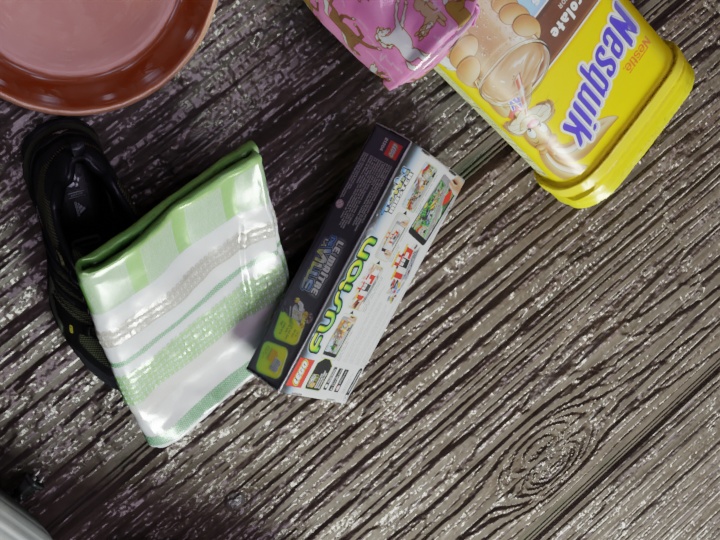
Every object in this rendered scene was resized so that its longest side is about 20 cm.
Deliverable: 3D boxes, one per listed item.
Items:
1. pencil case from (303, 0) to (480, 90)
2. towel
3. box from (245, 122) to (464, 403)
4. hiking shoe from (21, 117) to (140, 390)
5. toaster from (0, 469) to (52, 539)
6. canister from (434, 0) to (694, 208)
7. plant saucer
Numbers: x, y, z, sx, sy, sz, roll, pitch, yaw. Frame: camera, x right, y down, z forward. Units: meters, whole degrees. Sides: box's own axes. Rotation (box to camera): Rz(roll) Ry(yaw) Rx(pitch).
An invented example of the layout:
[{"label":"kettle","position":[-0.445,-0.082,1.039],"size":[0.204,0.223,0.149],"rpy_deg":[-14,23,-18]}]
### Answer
[{"label":"pencil case","position":[-0.010,-0.216,0.706],"size":[0.200,0.083,0.087],"rpy_deg":[47,55,-5]},{"label":"towel","position":[-0.106,0.025,0.733],"size":[0.149,0.031,0.201],"rpy_deg":[-41,149,-24]},{"label":"box","position":[0.000,0.000,0.809],"size":[0.202,0.035,0.110],"rpy_deg":[-61,152,3]},{"label":"hiking shoe","position":[-0.175,0.004,0.722],"size":[0.075,0.101,0.202],"rpy_deg":[-22,113,-15]},{"label":"toaster","position":[-0.284,0.196,0.692],"size":[0.200,0.113,0.130],"rpy_deg":[-48,158,-20]},{"label":"canister","position":[0.143,-0.166,0.824],"size":[0.199,0.086,0.149],"rpy_deg":[39,89,-27]},{"label":"plant saucer","position":[-0.187,-0.202,0.693],"size":[0.198,0.032,0.203],"rpy_deg":[-7,108,-23]}]
